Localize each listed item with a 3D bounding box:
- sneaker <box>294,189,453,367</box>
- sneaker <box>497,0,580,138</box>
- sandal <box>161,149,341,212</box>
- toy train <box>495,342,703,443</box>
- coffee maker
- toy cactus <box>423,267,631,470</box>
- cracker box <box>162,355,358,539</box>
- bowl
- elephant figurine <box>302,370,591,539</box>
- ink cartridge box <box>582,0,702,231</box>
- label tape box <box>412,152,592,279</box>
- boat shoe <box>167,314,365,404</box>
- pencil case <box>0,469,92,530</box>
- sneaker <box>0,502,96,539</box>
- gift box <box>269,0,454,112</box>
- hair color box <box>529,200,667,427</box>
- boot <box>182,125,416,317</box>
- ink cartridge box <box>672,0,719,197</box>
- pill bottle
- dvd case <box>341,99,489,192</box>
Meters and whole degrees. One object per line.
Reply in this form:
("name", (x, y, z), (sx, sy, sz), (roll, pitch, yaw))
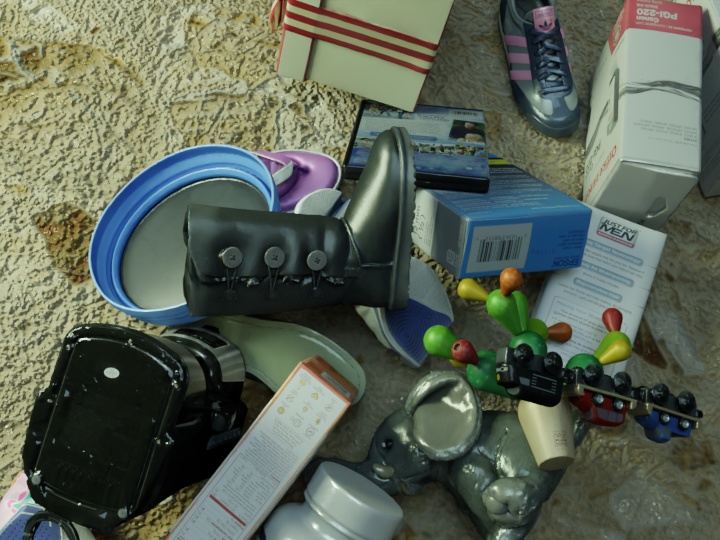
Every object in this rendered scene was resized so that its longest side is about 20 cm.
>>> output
("sneaker", (-0.001, 0.000, 0.889), (0.081, 0.115, 0.200), (-47, 106, -12))
("sneaker", (0.201, -0.249, 1.000), (0.069, 0.082, 0.202), (-13, 68, -7))
("sandal", (-0.120, -0.098, 0.948), (0.200, 0.050, 0.084), (-3, 68, -2))
("toy train", (0.197, 0.104, 0.720), (0.198, 0.034, 0.046), (17, 73, -18))
("coffee maker", (-0.189, 0.138, 0.749), (0.134, 0.200, 0.193), (41, 92, 10))
("toy cactus", (0.158, 0.084, 0.765), (0.198, 0.102, 0.167), (8, 54, -23))
("cracker box", (-0.084, 0.170, 0.762), (0.058, 0.134, 0.201), (38, 90, 4))
("bowl", (-0.169, -0.035, 0.867), (0.198, 0.040, 0.203), (-11, 52, 15))
("elephant figurine", (0.076, 0.162, 0.805), (0.199, 0.143, 0.155), (31, 29, 21))
("ink cartridge box", (0.293, -0.157, 0.929), (0.084, 0.146, 0.202), (8, 67, 1))
("label tape box", (0.113, -0.064, 0.896), (0.142, 0.067, 0.200), (-6, 25, -25))
("boat shoe", (-0.086, 0.079, 0.868), (0.199, 0.061, 0.073), (19, 92, 7))
("pencil case", (-0.302, 0.275, 0.771), (0.086, 0.088, 0.202), (21, 69, 8))
("sneaker", (-0.206, 0.267, 0.715), (0.200, 0.115, 0.081), (47, 61, -19))
("gift box", (0.003, -0.309, 0.964), (0.184, 0.185, 0.202), (16, 49, -5))
("hair color box", (0.227, 0.041, 0.892), (0.098, 0.061, 0.202), (22, 70, 8))
("boot", (-0.055, -0.044, 0.771), (0.197, 0.066, 0.167), (1, 95, -9))
("ink cartridge box", (0.399, -0.205, 0.952), (0.083, 0.145, 0.202), (-10, 68, -7))
("pill bottle", (-0.048, 0.266, 0.733), (0.110, 0.111, 0.201), (31, 92, 11))
("dvd case", (0.060, -0.133, 0.920), (0.141, 0.018, 0.201), (5, 30, 3))
